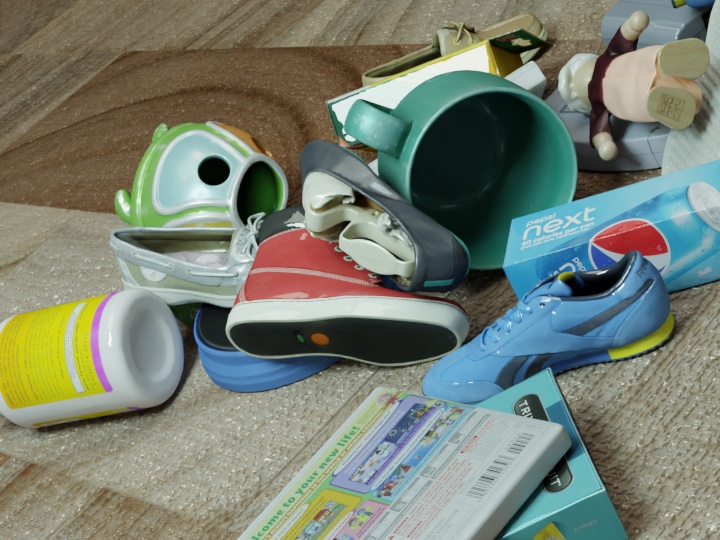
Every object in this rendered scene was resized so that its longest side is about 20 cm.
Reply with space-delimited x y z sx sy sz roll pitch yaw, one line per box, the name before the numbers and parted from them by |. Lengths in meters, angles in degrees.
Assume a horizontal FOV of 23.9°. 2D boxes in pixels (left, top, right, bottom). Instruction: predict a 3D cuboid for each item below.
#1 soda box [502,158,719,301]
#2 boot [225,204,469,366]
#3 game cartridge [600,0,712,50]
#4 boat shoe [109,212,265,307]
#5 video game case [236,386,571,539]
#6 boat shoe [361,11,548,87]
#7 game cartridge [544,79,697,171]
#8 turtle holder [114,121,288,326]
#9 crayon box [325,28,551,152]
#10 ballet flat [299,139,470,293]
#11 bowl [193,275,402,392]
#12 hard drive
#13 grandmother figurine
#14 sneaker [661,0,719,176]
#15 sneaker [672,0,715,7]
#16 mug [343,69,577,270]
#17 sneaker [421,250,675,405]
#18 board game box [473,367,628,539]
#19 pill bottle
soda box | 0.212 -0.023 1.282 0.198 0.064 0.068 -17 29 24
boot | 0.000 0.000 1.375 0.198 0.073 0.145 3 52 19
game cartridge | 0.330 -0.274 1.634 0.200 0.041 0.133 -39 25 -19
boat shoe | -0.126 -0.013 1.488 0.200 0.065 0.075 -3 36 25
video game case | 0.014 0.159 1.101 0.181 0.022 0.200 7 45 49
boat shoe | 0.094 -0.214 1.719 0.199 0.067 0.074 -29 27 0
game cartridge | 0.241 -0.138 1.486 0.199 0.042 0.133 7 48 49
turtle holder | -0.149 -0.055 1.599 0.131 0.142 0.186 1 38 43
crayon box | 0.082 -0.167 1.605 0.198 0.051 0.127 -20 -5 20
ballet flat | 0.000 -0.041 1.331 0.073 0.073 0.200 -38 52 -19
bowl | -0.057 0.025 1.483 0.199 0.040 0.201 -23 27 12
hard drive | 0.073 -0.109 1.530 0.199 0.027 0.132 -32 -9 -6
grandmother figurine | 0.217 -0.150 1.401 0.122 0.060 0.200 -67 17 2
sneaker | 0.315 -0.126 1.365 0.075 0.104 0.202 2 69 54
sneaker | 0.333 -0.303 1.565 0.078 0.066 0.201 -4 35 20
mug | 0.082 -0.101 1.407 0.151 0.186 0.114 -36 24 -4
sneaker | 0.128 0.040 1.242 0.199 0.079 0.066 -21 29 18
board game box | 0.062 0.162 1.125 0.199 0.047 0.151 -26 27 5
pill bottle | -0.262 0.082 1.509 0.198 0.105 0.105 -12 31 29
